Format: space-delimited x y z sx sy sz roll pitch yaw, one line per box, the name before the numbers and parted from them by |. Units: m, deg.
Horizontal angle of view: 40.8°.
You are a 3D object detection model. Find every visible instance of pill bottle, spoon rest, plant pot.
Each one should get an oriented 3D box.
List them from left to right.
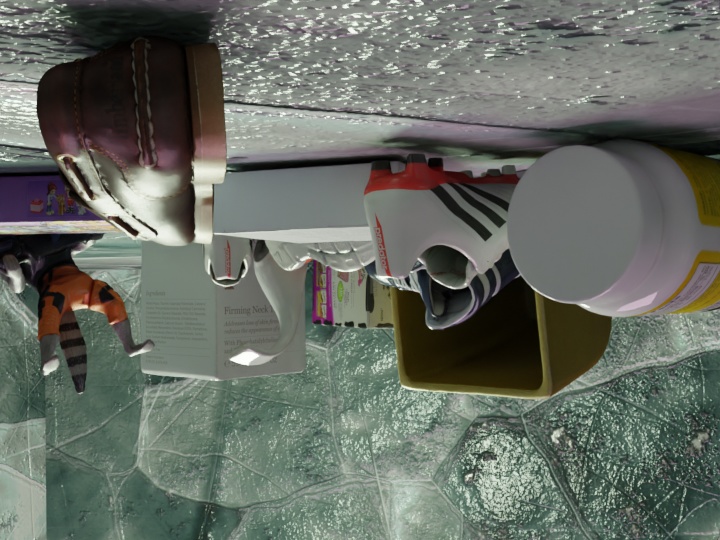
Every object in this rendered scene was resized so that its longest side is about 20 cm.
spoon rest | -0.094 0.020 1.090 0.060 0.202 0.099 31 142 -26
plant pot | 0.165 0.014 1.031 0.194 0.197 0.199 -2 -175 44
pill bottle | 0.192 -0.027 0.656 0.113 0.116 0.199 -2 178 42

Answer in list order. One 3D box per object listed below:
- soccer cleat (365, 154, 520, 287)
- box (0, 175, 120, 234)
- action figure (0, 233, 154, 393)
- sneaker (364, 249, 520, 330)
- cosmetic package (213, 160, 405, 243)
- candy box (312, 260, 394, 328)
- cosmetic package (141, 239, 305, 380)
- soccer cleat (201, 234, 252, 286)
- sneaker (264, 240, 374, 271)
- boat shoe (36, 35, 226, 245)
soccer cleat | 0.082 -0.031 0.684 0.198 0.087 0.068 1 178 -42
box | -0.275 -0.053 0.821 0.197 0.040 0.137 -1 178 5
action figure | -0.317 0.019 0.930 0.198 0.194 0.105 -17 152 -37
sneaker | 0.056 0.002 0.913 0.198 0.071 0.108 -3 -153 44
cosmetic package | -0.016 -0.052 0.802 0.149 0.053 0.200 -4 178 15
candy box | 0.000 0.000 1.169 0.060 0.139 0.200 2 178 -20
cosmetic package | -0.187 0.039 1.320 0.165 0.203 0.166 -1 180 42
soccer cleat | -0.155 -0.025 1.115 0.068 0.087 0.200 -1 178 -9
sneaker | -0.024 -0.050 0.994 0.081 0.078 0.199 -30 -163 -32
boat shoe | -0.096 -0.051 0.422 0.069 0.071 0.200 -8 171 -10
